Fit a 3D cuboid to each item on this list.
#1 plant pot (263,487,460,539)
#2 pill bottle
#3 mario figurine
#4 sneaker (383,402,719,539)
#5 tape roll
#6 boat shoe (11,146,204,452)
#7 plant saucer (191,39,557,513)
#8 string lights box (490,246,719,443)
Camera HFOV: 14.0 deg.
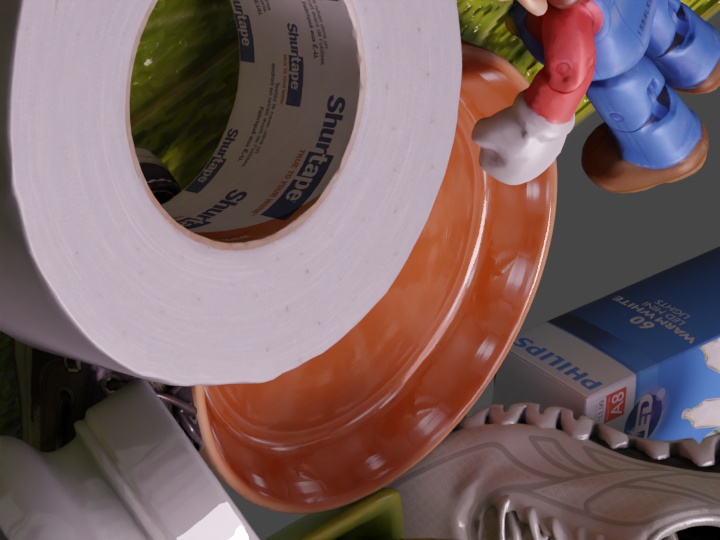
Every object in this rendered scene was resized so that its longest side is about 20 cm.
[{"bbox_3d":[-0.002,0.214,1.168,0.199,0.181,0.200,-29,133,-35],"label":"plant pot"},{"bbox_3d":[-0.131,0.125,0.981,0.200,0.111,0.111,-35,139,-5],"label":"pill bottle"},{"bbox_3d":[0.066,-0.114,1.118,0.106,0.124,0.200,-28,140,11],"label":"mario figurine"},{"bbox_3d":[0.097,0.105,1.215,0.081,0.200,0.075,-75,164,-58],"label":"sneaker"},{"bbox_3d":[-0.058,-0.063,0.979,0.200,0.066,0.200,-10,105,-43],"label":"tape roll"},{"bbox_3d":[-0.088,0.055,1.061,0.072,0.065,0.200,-6,117,-45],"label":"boat shoe"},{"bbox_3d":[0.000,0.000,1.156,0.200,0.032,0.200,-29,134,-35],"label":"plant saucer"},{"bbox_3d":[0.144,0.057,1.335,0.200,0.059,0.103,-22,130,-39],"label":"string lights box"}]
